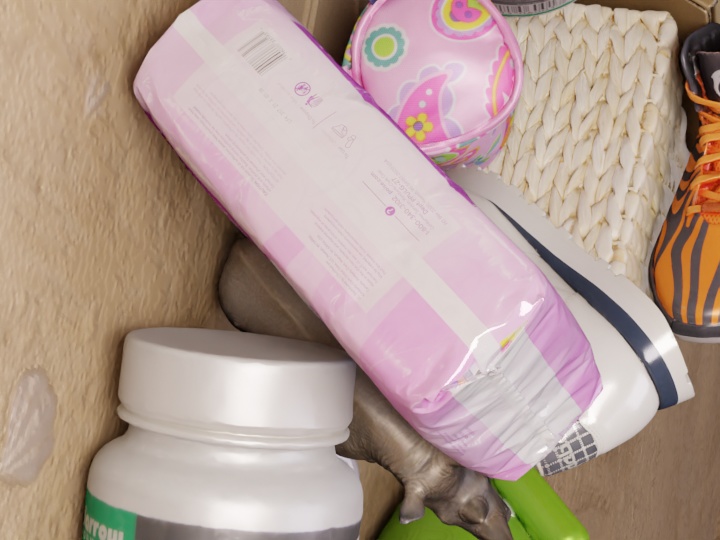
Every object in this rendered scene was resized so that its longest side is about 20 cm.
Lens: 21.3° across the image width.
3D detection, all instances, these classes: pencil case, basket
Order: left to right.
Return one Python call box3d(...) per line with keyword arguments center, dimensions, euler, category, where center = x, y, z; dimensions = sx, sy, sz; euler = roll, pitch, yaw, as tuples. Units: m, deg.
box3d(center=(0.035, -0.088, 0.931), dimensions=(0.200, 0.087, 0.088), euler=(9, 89, -86), category="pencil case")
box3d(center=(0.098, -0.031, 1.126), dimensions=(0.200, 0.160, 0.199), euler=(71, 31, -57), category="basket")

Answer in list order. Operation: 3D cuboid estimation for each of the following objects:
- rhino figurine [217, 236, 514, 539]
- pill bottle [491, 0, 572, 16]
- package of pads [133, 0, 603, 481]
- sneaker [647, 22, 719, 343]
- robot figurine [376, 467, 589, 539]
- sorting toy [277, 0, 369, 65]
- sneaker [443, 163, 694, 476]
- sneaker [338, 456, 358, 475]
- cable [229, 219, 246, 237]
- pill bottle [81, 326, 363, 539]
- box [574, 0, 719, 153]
box3d(center=(0.004, 0.055, 0.844), dimensions=(0.060, 0.200, 0.087), euler=(-42, 150, 1), category="rhino figurine")
box3d(center=(0.071, -0.191, 0.901), dimensions=(0.200, 0.113, 0.113), euler=(27, 72, -83), category="pill bottle")
box3d(center=(0.003, -0.015, 0.756), dimensions=(0.076, 0.200, 0.121), euler=(-41, 153, -2), category="package of pads")
box3d(center=(0.194, -0.062, 1.036), dimensions=(0.112, 0.077, 0.200), euler=(71, 28, -44), category="sneaker")
box3d(center=(0.060, 0.192, 1.165), dimensions=(0.176, 0.116, 0.200), euler=(-61, 175, 28), category="robot figurine")
box3d(center=(-0.026, -0.165, 0.900), dimensions=(0.200, 0.036, 0.186), euler=(36, 63, -75), category="sorting toy")
box3d(center=(0.060, 0.018, 0.851), dimensions=(0.080, 0.200, 0.076), euler=(-37, 124, -9), category="sneaker")
box3d(center=(-0.041, 0.175, 0.917), dimensions=(0.112, 0.077, 0.200), euler=(-52, 135, -51), category="sneaker")
box3d(center=(0.000, 0.000, 0.942), dimensions=(0.200, 0.097, 0.050), euler=(55, 25, -66), category="cable")
box3d(center=(-0.059, 0.128, 0.780), dimensions=(0.113, 0.113, 0.201), euler=(-6, 103, -72), category="pill bottle")
box3d(center=(0.142, -0.160, 1.167), dimensions=(0.021, 0.200, 0.164), euler=(-45, 151, -14), category="box")
